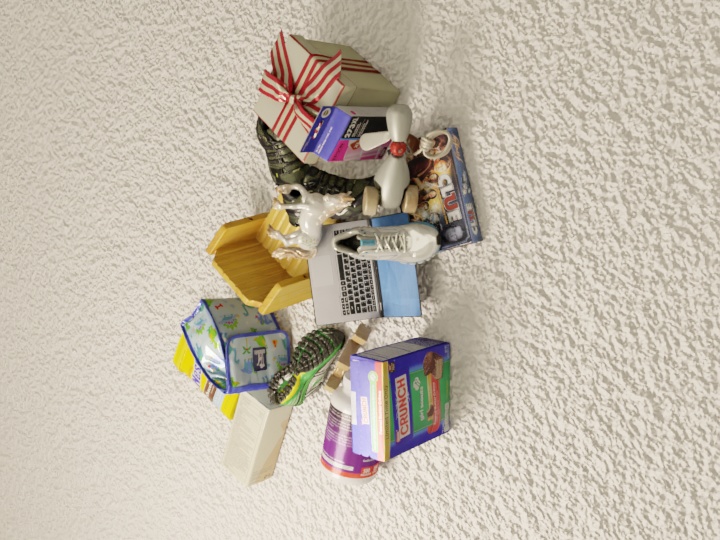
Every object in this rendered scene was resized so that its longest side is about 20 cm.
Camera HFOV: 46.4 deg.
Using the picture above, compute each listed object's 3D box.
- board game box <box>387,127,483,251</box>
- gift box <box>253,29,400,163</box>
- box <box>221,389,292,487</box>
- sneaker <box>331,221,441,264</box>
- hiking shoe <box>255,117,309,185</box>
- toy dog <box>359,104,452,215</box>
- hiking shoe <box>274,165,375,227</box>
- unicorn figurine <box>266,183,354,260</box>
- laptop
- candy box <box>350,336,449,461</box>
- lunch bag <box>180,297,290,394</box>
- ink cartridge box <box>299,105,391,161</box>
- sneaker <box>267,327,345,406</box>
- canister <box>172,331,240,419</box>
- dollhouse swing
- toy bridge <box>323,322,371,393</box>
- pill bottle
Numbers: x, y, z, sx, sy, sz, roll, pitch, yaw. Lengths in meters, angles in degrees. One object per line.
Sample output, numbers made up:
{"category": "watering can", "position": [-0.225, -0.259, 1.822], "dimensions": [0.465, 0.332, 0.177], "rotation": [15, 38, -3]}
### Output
{"category": "board game box", "position": [0.127, -0.132, 1.457], "dimensions": [0.135, 0.035, 0.200], "rotation": [-16, 86, 40]}
{"category": "gift box", "position": [-0.067, -0.318, 1.497], "dimensions": [0.185, 0.187, 0.200], "rotation": [42, 121, 28]}
{"category": "box", "position": [-0.220, 0.346, 1.783], "dimensions": [0.095, 0.078, 0.200], "rotation": [33, 116, 32]}
{"category": "sneaker", "position": [0.040, -0.044, 1.442], "dimensions": [0.200, 0.087, 0.075], "rotation": [-3, 91, 29]}
{"category": "hiking shoe", "position": [-0.152, -0.232, 1.619], "dimensions": [0.200, 0.076, 0.101], "rotation": [59, 169, 18]}
{"category": "toy dog", "position": [0.058, -0.187, 1.428], "dimensions": [0.200, 0.132, 0.096], "rotation": [-62, 20, 22]}
{"category": "hiking shoe", "position": [-0.059, -0.147, 1.541], "dimensions": [0.200, 0.076, 0.101], "rotation": [-17, 122, 18]}
{"category": "unicorn figurine", "position": [-0.093, -0.099, 1.511], "dimensions": [0.200, 0.137, 0.074], "rotation": [108, 173, -48]}
{"category": "laptop", "position": [0.000, 0.000, 1.524], "dimensions": [0.200, 0.116, 0.187], "rotation": [-7, 91, 2]}
{"category": "candy box", "position": [0.071, 0.214, 1.441], "dimensions": [0.077, 0.200, 0.169], "rotation": [5, 99, 40]}
{"category": "lunch bag", "position": [-0.243, 0.156, 1.711], "dimensions": [0.127, 0.170, 0.200], "rotation": [-44, 62, 36]}
{"category": "ink cartridge box", "position": [-0.012, -0.237, 1.452], "dimensions": [0.037, 0.200, 0.095], "rotation": [47, 123, 26]}
{"category": "sneaker", "position": [-0.098, 0.191, 1.670], "dimensions": [0.200, 0.085, 0.078], "rotation": [-47, 51, 18]}
{"category": "canister", "position": [-0.308, 0.210, 1.836], "dimensions": [0.200, 0.087, 0.149], "rotation": [39, 119, 28]}
{"category": "dollhouse swing", "position": [-0.166, -0.058, 1.640], "dimensions": [0.200, 0.182, 0.176], "rotation": [46, 134, 26]}
{"category": "toy bridge", "position": [-0.022, 0.160, 1.597], "dimensions": [0.027, 0.067, 0.200], "rotation": [28, 137, 0]}
{"category": "pill bottle", "position": [-0.008, 0.292, 1.576], "dimensions": [0.112, 0.112, 0.200], "rotation": [21, 109, 36]}
